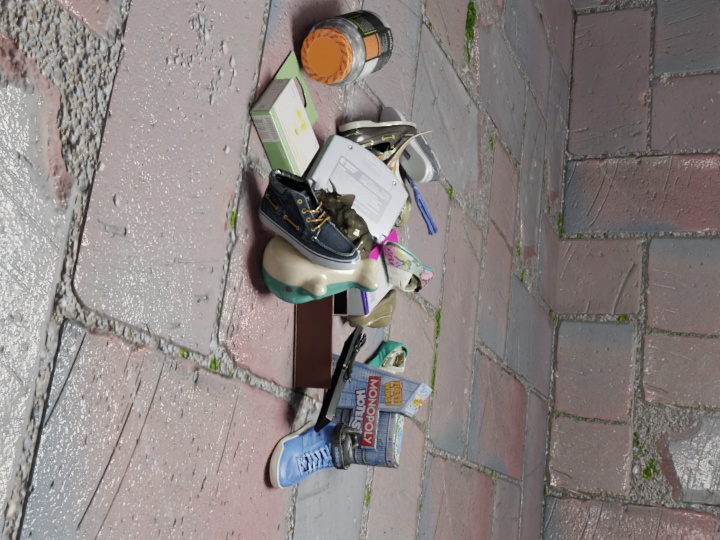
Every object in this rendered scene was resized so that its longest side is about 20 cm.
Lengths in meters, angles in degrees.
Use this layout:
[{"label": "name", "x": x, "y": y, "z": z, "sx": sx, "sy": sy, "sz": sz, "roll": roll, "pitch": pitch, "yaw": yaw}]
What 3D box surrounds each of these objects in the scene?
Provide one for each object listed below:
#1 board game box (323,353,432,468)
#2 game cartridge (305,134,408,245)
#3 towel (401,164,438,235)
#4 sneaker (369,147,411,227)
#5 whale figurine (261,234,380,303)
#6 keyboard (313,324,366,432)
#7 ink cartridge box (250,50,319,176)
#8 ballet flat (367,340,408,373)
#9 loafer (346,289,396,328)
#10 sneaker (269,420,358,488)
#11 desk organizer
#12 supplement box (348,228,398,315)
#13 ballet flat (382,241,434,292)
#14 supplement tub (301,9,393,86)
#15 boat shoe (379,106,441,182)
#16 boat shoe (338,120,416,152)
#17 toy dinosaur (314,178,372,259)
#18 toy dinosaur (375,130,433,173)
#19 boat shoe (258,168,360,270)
[{"label": "board game box", "x": 0.029, "y": 0.264, "z": 1.724, "sx": 0.062, "sy": 0.197, "sz": 0.203, "roll": 38, "pitch": 56, "yaw": -60}, {"label": "game cartridge", "x": -0.005, "y": -0.156, "z": 1.711, "sx": 0.199, "sy": 0.040, "sz": 0.134, "roll": 37, "pitch": 76, "yaw": -27}, {"label": "towel", "x": 0.114, "y": -0.185, "z": 2.018, "sx": 0.145, "sy": 0.024, "sz": 0.201, "roll": 59, "pitch": 8, "yaw": -51}, {"label": "sneaker", "x": 0.046, "y": -0.177, "z": 1.936, "sx": 0.089, "sy": 0.076, "sz": 0.202, "roll": -40, "pitch": 122, "yaw": -44}, {"label": "whale figurine", "x": -0.067, "y": 0.008, "z": 1.530, "sx": 0.160, "sy": 0.197, "sz": 0.105, "roll": -89, "pitch": -169, "yaw": -55}, {"label": "keyboard", "x": -0.029, "y": 0.182, "z": 1.617, "sx": 0.127, "sy": 0.020, "sz": 0.202, "roll": 125, "pitch": -13, "yaw": -53}, {"label": "ink cartridge box", "x": -0.114, "y": -0.272, "z": 1.594, "sx": 0.201, "sy": 0.047, "sz": 0.147, "roll": -63, "pitch": 144, "yaw": -41}, {"label": "ballet flat", "x": 0.053, "y": 0.210, "z": 1.932, "sx": 0.200, "sy": 0.070, "sz": 0.068, "roll": -51, "pitch": 136, "yaw": -54}, {"label": "loafer", "x": 0.031, "y": 0.088, "z": 1.877, "sx": 0.200, "sy": 0.075, "sz": 0.068, "roll": -28, "pitch": 109, "yaw": -63}, {"label": "sneaker", "x": -0.073, "y": 0.322, "z": 1.604, "sx": 0.200, "sy": 0.110, "sz": 0.078, "roll": -27, "pitch": 115, "yaw": -63}, {"label": "desk organizer", "x": -0.070, "y": 0.112, "z": 1.650, "sx": 0.072, "sy": 0.076, "sz": 0.203, "roll": 7, "pitch": 84, "yaw": -65}, {"label": "supplement box", "x": 0.000, "y": 0.000, "z": 1.778, "sx": 0.200, "sy": 0.102, "sz": 0.102, "roll": -42, "pitch": 127, "yaw": -57}, {"label": "ballet flat", "x": 0.090, "y": 0.004, "z": 1.794, "sx": 0.072, "sy": 0.069, "sz": 0.200, "roll": -66, "pitch": 153, "yaw": -5}, {"label": "supplement tub", "x": -0.026, "y": -0.412, "z": 1.696, "sx": 0.200, "sy": 0.121, "sz": 0.124, "roll": -40, "pitch": 126, "yaw": -59}, {"label": "boat shoe", "x": 0.110, "y": -0.270, "z": 1.958, "sx": 0.067, "sy": 0.072, "sz": 0.201, "roll": -4, "pitch": 52, "yaw": -43}, {"label": "boat shoe", "x": 0.038, "y": -0.268, "z": 1.850, "sx": 0.200, "sy": 0.071, "sz": 0.061, "roll": -9, "pitch": 89, "yaw": -41}, {"label": "toy dinosaur", "x": -0.012, "y": -0.062, "z": 1.619, "sx": 0.201, "sy": 0.076, "sz": 0.102, "roll": 56, "pitch": 44, "yaw": -16}, {"label": "toy dinosaur", "x": 0.057, "y": -0.213, "z": 1.849, "sx": 0.201, "sy": 0.060, "sz": 0.106, "roll": -59, "pitch": 161, "yaw": 22}, {"label": "boat shoe", "x": -0.079, "y": -0.082, "z": 1.471, "sx": 0.071, "sy": 0.199, "sz": 0.092, "roll": -39, "pitch": 154, "yaw": -47}]
